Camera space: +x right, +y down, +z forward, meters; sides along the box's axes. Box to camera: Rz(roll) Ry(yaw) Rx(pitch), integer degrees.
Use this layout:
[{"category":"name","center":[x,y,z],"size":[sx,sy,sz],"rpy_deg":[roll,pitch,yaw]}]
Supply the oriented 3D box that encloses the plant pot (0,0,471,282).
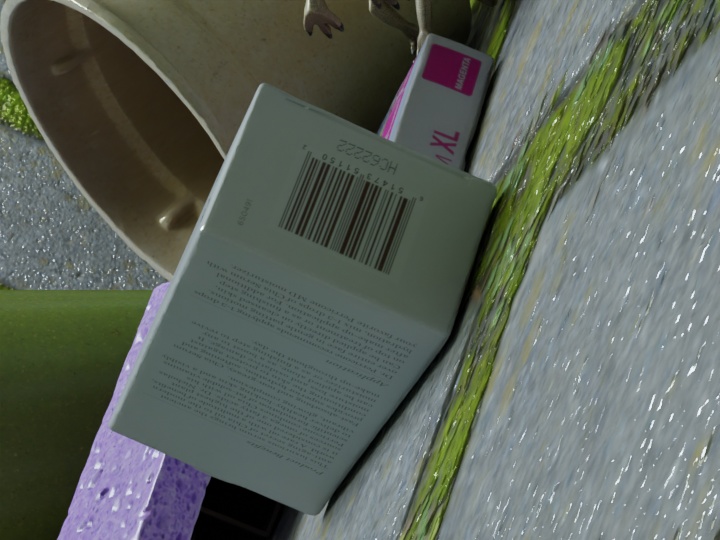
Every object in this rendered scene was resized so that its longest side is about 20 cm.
[{"category":"plant pot","center":[-0.050,-0.112,1.163],"size":[0.183,0.201,0.201],"rpy_deg":[-42,-6,-23]}]

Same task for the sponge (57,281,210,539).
[{"category":"sponge","center":[-0.105,0.099,1.112],"size":[0.111,0.030,0.201],"rpy_deg":[-12,56,63]}]

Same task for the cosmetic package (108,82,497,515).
[{"category":"cosmetic package","center":[-0.028,0.019,0.907],"size":[0.200,0.101,0.072],"rpy_deg":[123,169,-60]}]

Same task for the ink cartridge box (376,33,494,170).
[{"category":"ink cartridge box","center":[0.000,0.000,1.050],"size":[0.201,0.042,0.120],"rpy_deg":[116,175,-46]}]

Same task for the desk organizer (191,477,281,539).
[{"category":"desk organizer","center":[-0.095,0.157,1.168],"size":[0.077,0.071,0.201],"rpy_deg":[147,144,-71]}]

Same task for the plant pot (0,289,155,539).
[{"category":"plant pot","center":[-0.169,0.086,1.283],"size":[0.200,0.188,0.202],"rpy_deg":[172,90,-81]}]

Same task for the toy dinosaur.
[{"category":"toy dinosaur","center":[0.003,-0.159,1.033],"size":[0.200,0.058,0.102],"rpy_deg":[49,-137,-52]}]
